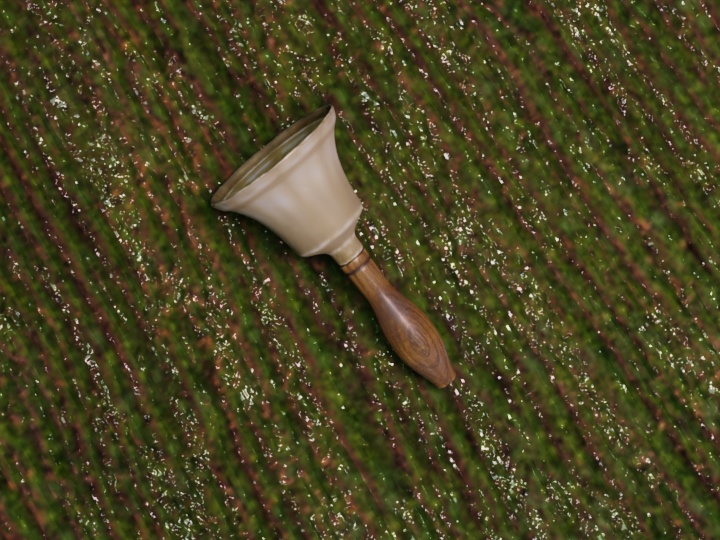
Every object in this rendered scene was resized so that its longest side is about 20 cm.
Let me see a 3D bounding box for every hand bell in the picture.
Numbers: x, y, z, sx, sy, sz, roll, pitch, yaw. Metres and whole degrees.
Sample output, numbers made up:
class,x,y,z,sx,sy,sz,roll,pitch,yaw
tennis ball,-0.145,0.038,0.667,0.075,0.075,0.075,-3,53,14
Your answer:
class,x,y,z,sx,sy,sz,roll,pitch,yaw
hand bell,0.000,0.000,1.124,0.104,0.104,0.200,-40,103,-9
